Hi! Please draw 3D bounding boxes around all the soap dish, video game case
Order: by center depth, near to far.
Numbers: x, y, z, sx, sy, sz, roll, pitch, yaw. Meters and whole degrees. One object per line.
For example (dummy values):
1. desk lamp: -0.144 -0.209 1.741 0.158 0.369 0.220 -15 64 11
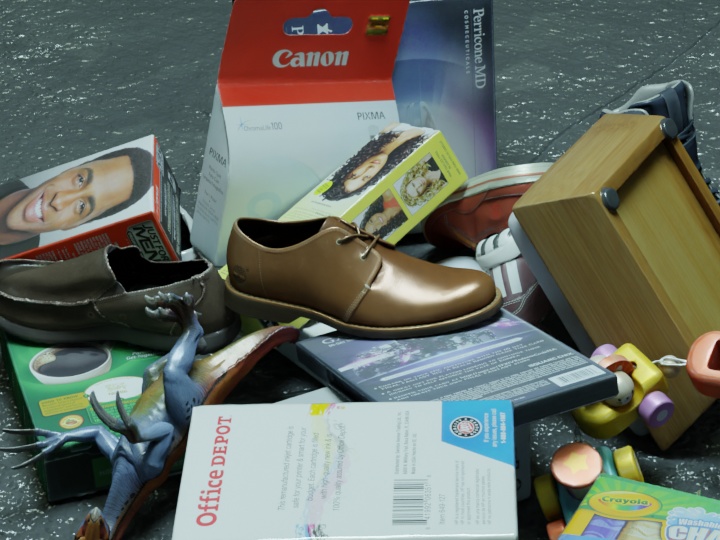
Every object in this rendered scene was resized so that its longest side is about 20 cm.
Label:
1. video game case: 0.060 0.064 1.564 0.142 0.019 0.200 -15 20 -21
2. soap dish: 0.203 0.000 1.650 0.081 0.201 0.157 -26 11 40

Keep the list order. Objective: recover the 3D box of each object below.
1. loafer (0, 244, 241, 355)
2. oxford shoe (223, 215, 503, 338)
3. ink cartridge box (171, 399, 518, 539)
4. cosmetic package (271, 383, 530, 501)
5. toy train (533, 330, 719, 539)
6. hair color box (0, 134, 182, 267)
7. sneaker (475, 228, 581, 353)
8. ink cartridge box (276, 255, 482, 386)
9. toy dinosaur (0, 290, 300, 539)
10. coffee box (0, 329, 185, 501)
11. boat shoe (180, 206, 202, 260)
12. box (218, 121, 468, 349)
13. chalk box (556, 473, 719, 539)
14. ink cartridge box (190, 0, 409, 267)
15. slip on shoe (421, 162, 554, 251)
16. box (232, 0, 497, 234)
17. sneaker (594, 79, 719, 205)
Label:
1. loafer: -0.182 0.009 1.700 0.198 0.071 0.073 4 30 12
2. oxford shoe: 0.000 0.000 1.624 0.198 0.072 0.071 6 28 11
3. ink cartridge box: -0.005 0.175 1.407 0.198 0.146 0.148 -1 30 4
4. cosmetic package: 0.004 0.127 1.568 0.199 0.072 0.101 -17 33 -22
5. toy train: 0.192 0.102 1.526 0.149 0.056 0.201 14 62 33
6. hair color box: -0.237 -0.024 1.796 0.199 0.061 0.102 -18 38 8
7. sneaker: 0.167 0.040 1.720 0.199 0.116 0.076 9 -26 -37
8. ink cartridge box: 0.008 0.023 1.774 0.162 0.057 0.200 -22 40 -30
9. toy dinosaur: -0.130 0.109 1.554 0.198 0.183 0.105 8 -12 -16
10. coffee box: -0.184 0.084 1.687 0.122 0.044 0.200 -11 31 -15
11. boat shoe: -0.162 -0.035 1.871 0.073 0.066 0.200 -16 32 -22
12. box: -0.018 -0.029 1.747 0.200 0.050 0.075 -43 26 -18
13. chalk box: 0.174 0.206 1.359 0.123 0.126 0.200 12 34 24
14. ink cartridge box: -0.036 -0.104 1.776 0.159 0.201 0.047 -5 30 -33
15. slip on shoe: 0.098 -0.035 1.795 0.074 0.062 0.200 -5 -7 -20
16. box: 0.005 -0.138 1.894 0.197 0.201 0.123 -7 25 -7
17. sneaker: 0.256 -0.061 1.802 0.202 0.147 0.077 25 38 37
